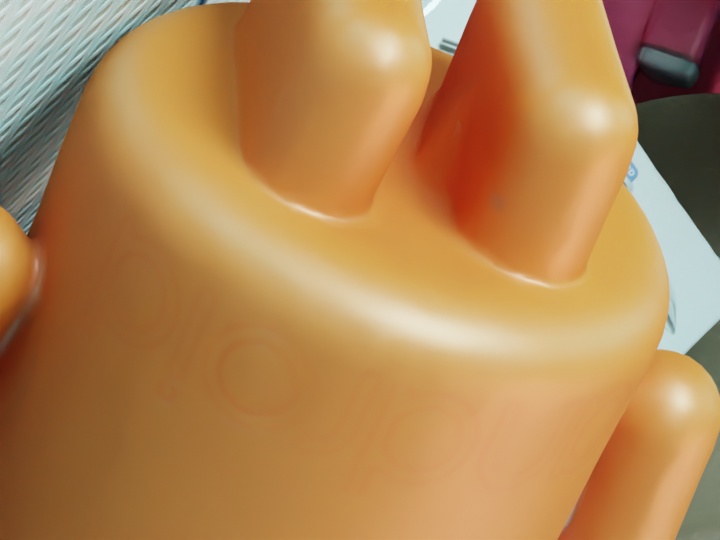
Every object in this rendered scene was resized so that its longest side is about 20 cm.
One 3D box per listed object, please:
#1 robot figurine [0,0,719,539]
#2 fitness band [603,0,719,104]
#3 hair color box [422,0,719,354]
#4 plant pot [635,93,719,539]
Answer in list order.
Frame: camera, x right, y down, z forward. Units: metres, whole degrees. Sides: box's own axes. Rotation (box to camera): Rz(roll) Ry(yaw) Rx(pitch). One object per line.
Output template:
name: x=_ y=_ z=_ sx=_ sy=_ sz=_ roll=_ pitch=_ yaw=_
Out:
robot figurine: x=-0.018 y=0.030 z=0.540 sx=0.144 sy=0.117 sz=0.200 roll=-10 pitch=133 yaw=-46
fitness band: x=0.104 y=-0.092 z=0.881 sx=0.144 sy=0.037 sz=0.200 roll=61 pitch=50 yaw=-75
hair color box: x=-0.021 y=0.027 z=0.657 sx=0.200 sy=0.111 sz=0.064 roll=-42 pitch=-159 yaw=-15
plant pot: x=0.101 y=0.051 z=0.778 sx=0.200 sy=0.200 sz=0.175 roll=-46 pitch=-144 yaw=43
